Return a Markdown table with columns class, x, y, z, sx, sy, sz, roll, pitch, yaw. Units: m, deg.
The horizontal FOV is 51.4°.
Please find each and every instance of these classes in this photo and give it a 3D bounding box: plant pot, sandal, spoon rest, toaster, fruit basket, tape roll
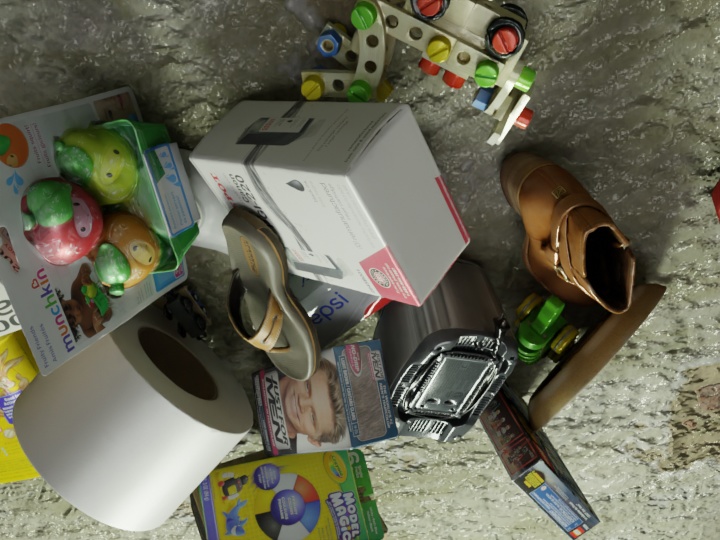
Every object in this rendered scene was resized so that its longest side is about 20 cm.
| class | x | y | z | sx | sy | sz | roll | pitch | yaw |
| --- | --- | --- | --- | --- | --- | --- | --- | --- | --- |
| plant pot | 0.237 | 0.084 | 0.776 | 0.027 | 0.200 | 0.201 | 41 | 128 | 13 |
| sandal | -0.091 | 0.034 | 0.687 | 0.081 | 0.055 | 0.201 | 24 | 144 | 30 |
| spoon rest | -0.146 | -0.035 | 0.749 | 0.099 | 0.061 | 0.200 | -28 | 112 | 22 |
| toaster | 0.082 | 0.075 | 0.777 | 0.113 | 0.130 | 0.201 | 8 | 132 | -18 |
| fruit basket | -0.214 | -0.044 | 0.606 | 0.093 | 0.200 | 0.187 | -8 | 107 | 20 |
| tape roll | -0.230 | 0.143 | 0.773 | 0.139 | 0.203 | 0.203 | -46 | 120 | 5 |

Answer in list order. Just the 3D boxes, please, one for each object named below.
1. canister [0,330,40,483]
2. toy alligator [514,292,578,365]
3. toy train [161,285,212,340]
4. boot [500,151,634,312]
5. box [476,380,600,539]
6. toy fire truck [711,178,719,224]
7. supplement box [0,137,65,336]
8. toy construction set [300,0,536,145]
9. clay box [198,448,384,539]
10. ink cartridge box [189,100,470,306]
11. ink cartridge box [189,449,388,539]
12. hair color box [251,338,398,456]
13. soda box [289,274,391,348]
| class | x | y | z | sx | sy | sz | roll | pitch | yaw |
| --- | --- | --- | --- | --- | --- | --- | --- | --- | --- |
| canister | -0.406 | 0.136 | 0.841 | 0.147 | 0.087 | 0.201 | -12 | 116 | 14 |
| toy alligator | 0.182 | 0.075 | 0.779 | 0.054 | 0.059 | 0.200 | -43 | 159 | -6 |
| toy train | -0.212 | -0.003 | 0.774 | 0.034 | 0.046 | 0.201 | -21 | 125 | 8 |
| boot | 0.208 | -0.009 | 0.681 | 0.076 | 0.155 | 0.201 | -30 | 123 | 1 |
| box | 0.175 | 0.182 | 0.828 | 0.040 | 0.200 | 0.137 | -38 | 122 | 9 |
| toy fire truck | 0.425 | -0.061 | 0.689 | 0.198 | 0.113 | 0.168 | -2 | 150 | 3 |
| supplement box | -0.316 | -0.030 | 0.649 | 0.125 | 0.201 | 0.074 | -18 | 129 | 16 |
| toy construction set | 0.061 | -0.165 | 0.599 | 0.199 | 0.093 | 0.132 | 17 | 129 | -14 |
| clay box | -0.075 | 0.267 | 0.841 | 0.198 | 0.116 | 0.048 | -9 | 154 | -16 |
| ink cartridge box | -0.029 | -0.062 | 0.628 | 0.199 | 0.085 | 0.146 | 15 | 147 | 44 |
| ink cartridge box | -0.092 | 0.301 | 0.915 | 0.199 | 0.165 | 0.075 | -13 | 137 | -23 |
| hair color box | -0.046 | 0.141 | 0.802 | 0.060 | 0.101 | 0.200 | -6 | 169 | -34 |
| soda box | 0.000 | 0.000 | 0.762 | 0.200 | 0.064 | 0.068 | -36 | 122 | 28 |
